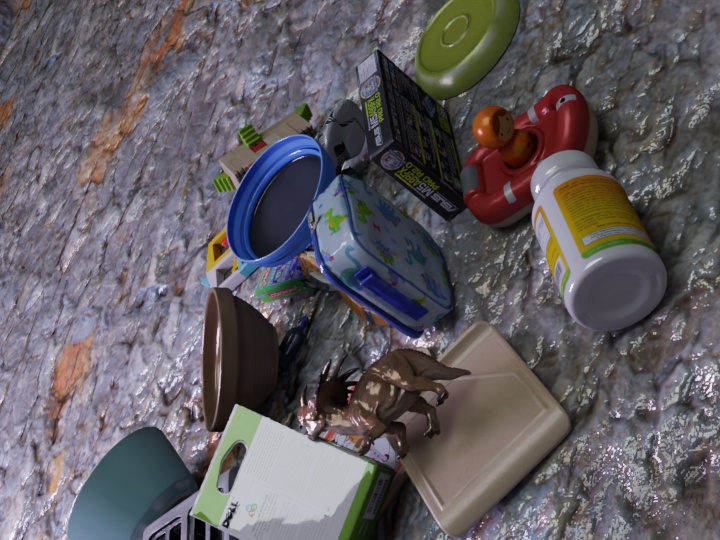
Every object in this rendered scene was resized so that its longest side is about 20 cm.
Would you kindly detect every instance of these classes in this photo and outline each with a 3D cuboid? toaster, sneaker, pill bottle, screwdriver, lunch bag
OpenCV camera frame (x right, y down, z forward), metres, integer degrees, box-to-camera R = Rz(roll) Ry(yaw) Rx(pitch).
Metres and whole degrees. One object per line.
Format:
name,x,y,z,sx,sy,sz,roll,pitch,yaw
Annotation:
toaster,-0.180,0.372,1.502,0.180,0.118,0.202,-37,39,28
sneaker,-0.068,-0.165,1.788,0.114,0.075,0.202,-8,55,45
pill bottle,0.251,-0.040,1.306,0.111,0.111,0.201,-40,37,22
screwdriver,-0.068,0.054,1.714,0.029,0.028,0.201,25,75,26
lunch bag,0.024,-0.016,1.490,0.082,0.199,0.162,-40,38,23
sneaker,0.000,0.000,1.622,0.088,0.076,0.199,-35,45,-21

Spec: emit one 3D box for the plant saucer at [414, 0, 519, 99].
plant saucer,0.148,-0.346,1.760,0.199,0.031,0.202,-31,42,33

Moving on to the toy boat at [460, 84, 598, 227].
toy boat,0.189,-0.155,1.460,0.199,0.130,0.132,-34,40,30

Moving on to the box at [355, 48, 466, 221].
box,0.068,-0.184,1.611,0.044,0.160,0.202,-34,40,25

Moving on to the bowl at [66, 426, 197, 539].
bowl,-0.299,0.329,1.646,0.104,0.201,0.202,29,85,22

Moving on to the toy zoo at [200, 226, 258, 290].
toy zoo,-0.192,-0.039,1.941,0.199,0.020,0.132,-40,37,22

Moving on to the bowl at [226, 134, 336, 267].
bowl,-0.112,-0.097,1.703,0.199,0.039,0.203,-28,47,34

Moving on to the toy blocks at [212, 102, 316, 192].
toy blocks,-0.131,-0.174,1.898,0.199,0.101,0.137,-34,35,-11

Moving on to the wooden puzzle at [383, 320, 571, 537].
wooden puzzle,0.127,0.176,1.348,0.185,0.037,0.200,-45,40,6

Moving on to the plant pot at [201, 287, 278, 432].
plant pot,-0.168,0.126,1.678,0.201,0.091,0.204,-177,90,-76

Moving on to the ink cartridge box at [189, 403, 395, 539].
ink cartridge box,-0.080,0.262,1.408,0.198,0.076,0.150,20,84,23

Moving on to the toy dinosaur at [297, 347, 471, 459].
toy dinosaur,0.022,0.134,1.342,0.199,0.086,0.136,-34,57,-8

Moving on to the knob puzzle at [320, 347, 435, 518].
knob puzzle,0.025,0.179,1.481,0.218,0.030,0.222,-32,41,32

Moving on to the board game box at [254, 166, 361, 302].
board game box,-0.079,-0.054,1.790,0.134,0.029,0.202,-16,46,45
